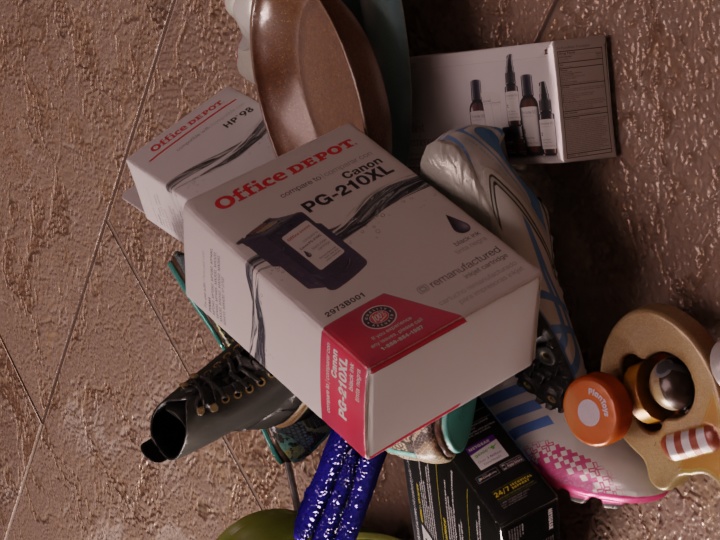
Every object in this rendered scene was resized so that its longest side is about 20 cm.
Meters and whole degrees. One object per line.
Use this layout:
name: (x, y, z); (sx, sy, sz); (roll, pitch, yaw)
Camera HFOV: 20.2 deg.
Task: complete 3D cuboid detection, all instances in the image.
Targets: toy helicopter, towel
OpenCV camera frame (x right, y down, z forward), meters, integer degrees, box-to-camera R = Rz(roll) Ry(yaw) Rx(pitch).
toy helicopter: (0.229, 0.101, 1.256); (0.200, 0.079, 0.133); (51, 130, 23)
towel: (0.002, 0.108, 1.507); (0.200, 0.049, 0.148); (-67, -7, -55)

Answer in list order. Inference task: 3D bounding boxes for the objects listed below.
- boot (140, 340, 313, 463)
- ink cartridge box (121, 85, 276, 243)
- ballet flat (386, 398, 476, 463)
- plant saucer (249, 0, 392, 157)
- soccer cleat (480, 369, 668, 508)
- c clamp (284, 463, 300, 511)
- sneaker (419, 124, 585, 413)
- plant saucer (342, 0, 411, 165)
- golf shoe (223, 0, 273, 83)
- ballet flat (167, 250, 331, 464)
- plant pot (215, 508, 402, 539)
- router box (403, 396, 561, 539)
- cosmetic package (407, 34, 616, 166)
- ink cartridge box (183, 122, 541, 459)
boot: (-0.070, 0.063, 1.440); (0.078, 0.138, 0.201); (48, 137, 25)
ink cartridge box: (-0.106, -0.075, 1.633); (0.200, 0.116, 0.067); (32, 150, 40)
ballet flat: (0.061, 0.046, 1.384); (0.075, 0.201, 0.068); (0, 137, 33)
plant saucer: (-0.024, -0.124, 1.461); (0.201, 0.036, 0.201); (52, 152, 44)
soccer cleat: (0.137, 0.095, 1.381); (0.200, 0.069, 0.087); (27, 120, 53)
c clamp: (-0.079, 0.086, 1.714); (0.201, 0.027, 0.171); (79, 173, -47)
sneaker: (0.107, -0.004, 1.340); (0.072, 0.072, 0.201); (-24, 90, 58)
plant saucer: (0.001, -0.160, 1.506); (0.200, 0.027, 0.202); (172, 90, -79)
golf shoe: (-0.054, -0.180, 1.578); (0.092, 0.075, 0.200); (56, 172, 18)
ballet flat: (-0.080, 0.057, 1.604); (0.201, 0.074, 0.074); (59, 143, 15)
plant pot: (-0.044, 0.279, 1.630); (0.193, 0.199, 0.202); (-153, 59, -66)
router box: (0.086, 0.180, 1.436); (0.149, 0.051, 0.201); (52, 160, 39)
cosmetic package: (0.095, -0.116, 1.410); (0.200, 0.050, 0.083); (2, 98, 59)
ink cartridge box: (-0.003, 0.008, 1.305); (0.200, 0.144, 0.085); (40, 144, 36)
